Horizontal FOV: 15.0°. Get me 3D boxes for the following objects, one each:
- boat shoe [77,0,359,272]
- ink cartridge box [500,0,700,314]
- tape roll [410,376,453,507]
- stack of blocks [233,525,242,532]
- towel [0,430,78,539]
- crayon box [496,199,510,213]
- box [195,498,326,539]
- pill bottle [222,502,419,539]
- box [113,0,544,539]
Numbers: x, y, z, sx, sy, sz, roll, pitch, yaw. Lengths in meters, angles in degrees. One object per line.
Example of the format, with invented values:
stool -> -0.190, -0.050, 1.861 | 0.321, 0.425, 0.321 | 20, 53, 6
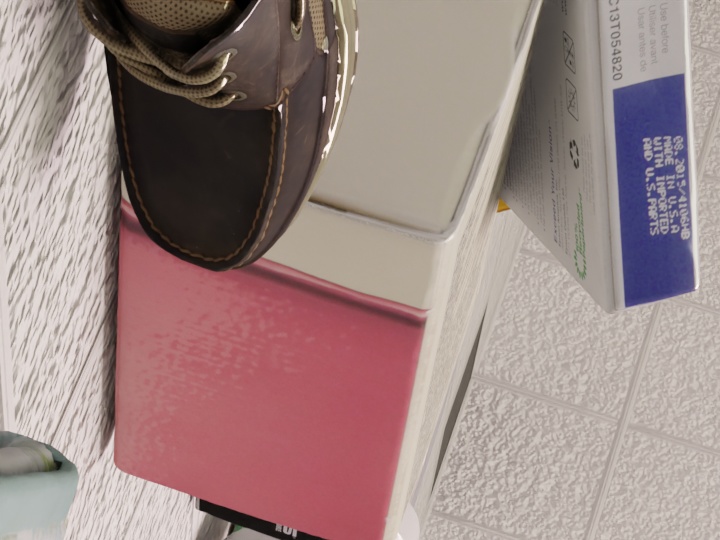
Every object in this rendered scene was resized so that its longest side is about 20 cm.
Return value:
boat shoe -> -0.045, -0.081, 0.693 | 0.073, 0.074, 0.201 | -51, 151, -49
ink cartridge box -> 0.060, -0.113, 0.960 | 0.200, 0.040, 0.201 | -130, -149, -60
tape roll -> 0.008, 0.113, 1.753 | 0.200, 0.066, 0.202 | 17, 90, -85
stack of blocks -> -0.037, 0.169, 1.514 | 0.200, 0.058, 0.116 | -32, 139, -82
towel -> -0.121, 0.116, 0.611 | 0.200, 0.048, 0.172 | 32, 79, -84
crayon box -> 0.060, -0.116, 1.131 | 0.201, 0.051, 0.126 | 63, 28, -25
box -> 0.000, 0.000, 1.227 | 0.164, 0.086, 0.201 | 100, 9, -54
pill bottle -> -0.037, 0.193, 1.317 | 0.111, 0.110, 0.201 | 100, 9, -51
box -> -0.013, -0.017, 0.927 | 0.200, 0.108, 0.128 | 99, 10, -55
